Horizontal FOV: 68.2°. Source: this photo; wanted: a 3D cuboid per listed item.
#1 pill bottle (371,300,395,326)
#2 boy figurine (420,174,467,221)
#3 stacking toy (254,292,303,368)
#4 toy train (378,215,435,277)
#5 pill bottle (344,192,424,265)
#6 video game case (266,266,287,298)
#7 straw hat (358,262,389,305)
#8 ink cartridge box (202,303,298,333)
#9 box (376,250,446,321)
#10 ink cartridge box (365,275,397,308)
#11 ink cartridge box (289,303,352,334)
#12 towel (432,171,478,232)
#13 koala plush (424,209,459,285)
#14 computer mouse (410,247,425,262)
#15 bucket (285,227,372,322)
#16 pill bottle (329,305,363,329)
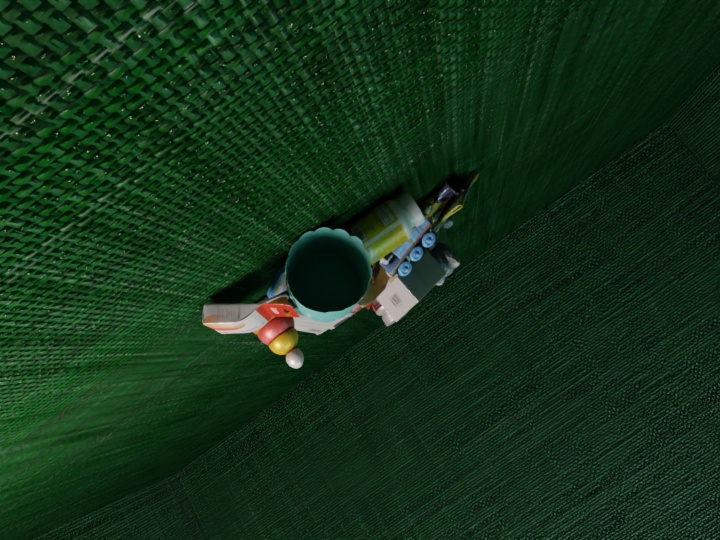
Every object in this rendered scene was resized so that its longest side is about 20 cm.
[{"bbox_3d":[0.078,0.083,1.861,0.112,0.203,0.114,-31,167,-8],"label":"pill bottle"},{"bbox_3d":[0.219,-0.189,1.546,0.123,0.065,0.201,-31,166,-45],"label":"boy figurine"},{"bbox_3d":[-0.218,0.178,1.442,0.144,0.203,0.146,-31,168,-8],"label":"stacking toy"},{"bbox_3d":[0.127,-0.078,1.512,0.201,0.087,0.114,-50,127,2],"label":"toy train"},{"bbox_3d":[0.058,-0.102,1.330,0.197,0.114,0.113,-34,168,-1],"label":"pill bottle"},{"bbox_3d":[-0.146,-0.002,1.393,0.197,0.018,0.143,-27,166,-33],"label":"video game case"},{"bbox_3d":[0.000,0.000,1.608,0.084,0.207,0.199,11,-157,41],"label":"straw hat"},{"bbox_3d":[-0.249,0.115,1.238,0.193,0.052,0.163,2,166,1],"label":"ink cartridge box"},{"bbox_3d":[0.159,0.047,1.638,0.199,0.098,0.125,-37,172,-47],"label":"box"},{"bbox_3d":[0.065,0.028,1.729,0.202,0.050,0.162,-56,146,-5],"label":"ink cartridge box"},{"bbox_3d":[-0.148,0.129,1.590,0.197,0.045,0.172,15,142,-41],"label":"ink cartridge box"},{"bbox_3d":[0.287,-0.206,1.591,0.144,0.023,0.201,-47,-174,45],"label":"towel"},{"bbox_3d":[0.237,-0.061,1.744,0.181,0.203,0.178,-24,165,-34],"label":"koala plush"},{"bbox_3d":[0.133,-0.080,1.599,0.140,0.046,0.199,-44,138,6],"label":"computer mouse"},{"bbox_3d":[-0.078,0.016,1.228,0.204,0.210,0.135,-29,169,-17],"label":"bucket"},{"bbox_3d":[-0.088,0.127,1.805,0.198,0.112,0.111,-35,168,4],"label":"pill bottle"}]
